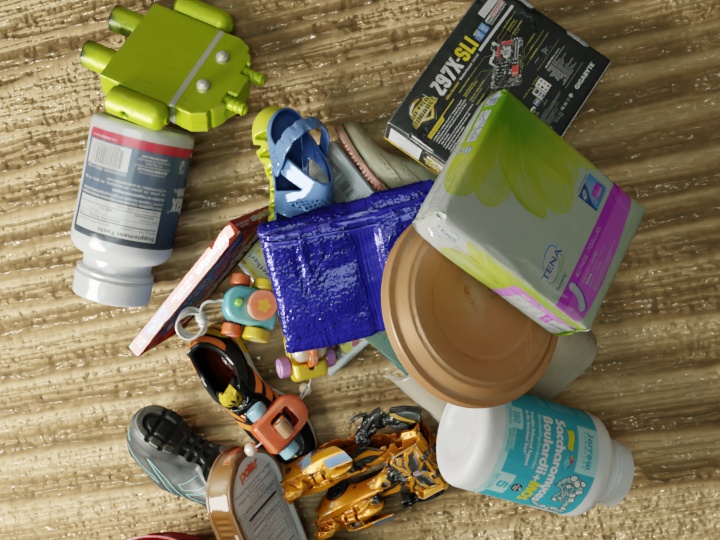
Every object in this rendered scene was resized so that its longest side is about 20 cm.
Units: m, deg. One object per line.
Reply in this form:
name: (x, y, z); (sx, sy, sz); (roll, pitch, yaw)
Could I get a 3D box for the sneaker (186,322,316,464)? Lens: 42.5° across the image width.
sneaker: (-0.132, 0.154, 1.071); (0.070, 0.090, 0.201); (-40, 88, 12)

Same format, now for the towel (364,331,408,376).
towel: (0.111, 0.040, 1.025); (0.200, 0.022, 0.147); (-43, 114, 10)

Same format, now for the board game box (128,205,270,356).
board game box: (-0.176, 0.011, 1.039); (0.019, 0.103, 0.200); (44, 113, 3)

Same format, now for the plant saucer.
plant saucer: (0.115, 0.032, 0.909); (0.197, 0.032, 0.204); (6, 75, -24)

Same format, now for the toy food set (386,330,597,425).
toy food set: (0.147, 0.096, 1.019); (0.200, 0.061, 0.143); (-43, 114, 8)

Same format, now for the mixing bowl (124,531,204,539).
mixing bowl: (-0.221, 0.395, 1.105); (0.196, 0.108, 0.204); (1, 96, 11)

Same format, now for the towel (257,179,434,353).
towel: (0.000, 0.000, 0.965); (0.196, 0.050, 0.150); (-13, 102, 4)

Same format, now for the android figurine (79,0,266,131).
android figurine: (-0.203, -0.227, 1.025); (0.197, 0.041, 0.184); (24, 60, 9)

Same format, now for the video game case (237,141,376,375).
video game case: (-0.032, -0.013, 1.070); (0.182, 0.023, 0.201); (-41, 89, 12)

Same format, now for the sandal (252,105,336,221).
sandal: (-0.058, -0.085, 1.001); (0.086, 0.079, 0.203); (-9, 101, 54)

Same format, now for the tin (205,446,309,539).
tin: (-0.112, 0.297, 1.063); (0.041, 0.112, 0.203); (-13, 105, 27)

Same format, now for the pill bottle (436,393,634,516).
pill bottle: (0.187, 0.191, 0.973); (0.197, 0.111, 0.113); (17, 100, -18)

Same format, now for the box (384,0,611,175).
box: (0.144, -0.180, 0.973); (0.158, 0.049, 0.201); (34, 79, 6)

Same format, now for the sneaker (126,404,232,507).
sneaker: (-0.196, 0.240, 1.114); (0.199, 0.076, 0.079); (39, 131, -3)

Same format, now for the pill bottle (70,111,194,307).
pill bottle: (-0.265, -0.068, 1.056); (0.117, 0.120, 0.204); (15, 99, 8)

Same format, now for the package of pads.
package of pads: (0.162, -0.048, 0.887); (0.199, 0.068, 0.156); (36, 71, -14)

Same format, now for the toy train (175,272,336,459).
toy train: (-0.104, 0.100, 1.016); (0.150, 0.055, 0.201); (-39, 97, -23)

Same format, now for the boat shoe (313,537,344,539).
boat shoe: (0.031, 0.370, 1.079); (0.197, 0.067, 0.058); (18, 95, 4)

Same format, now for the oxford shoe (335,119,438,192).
oxford shoe: (0.056, -0.102, 1.024); (0.200, 0.071, 0.074); (44, 98, -8)

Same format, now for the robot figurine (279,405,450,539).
robot figurine: (0.016, 0.233, 1.050); (0.198, 0.059, 0.146); (-27, 116, 20)
